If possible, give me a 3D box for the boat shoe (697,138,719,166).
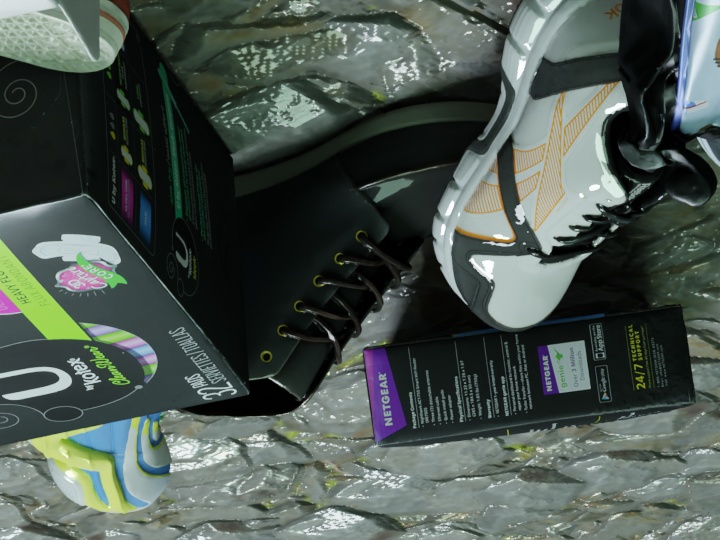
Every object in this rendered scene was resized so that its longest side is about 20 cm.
[{"bbox_3d":[0.180,-0.080,1.095,0.072,0.068,0.200,-3,152,-4],"label":"boat shoe"}]

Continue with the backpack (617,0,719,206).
[{"bbox_3d":[0.136,-0.155,0.834,0.154,0.200,0.191,-12,145,3],"label":"backpack"}]

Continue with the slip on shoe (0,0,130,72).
[{"bbox_3d":[-0.176,-0.133,0.950,0.200,0.061,0.074,19,158,-15],"label":"slip on shoe"}]

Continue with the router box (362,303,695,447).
[{"bbox_3d":[0.082,0.054,1.271,0.149,0.051,0.200,-8,176,2],"label":"router box"}]

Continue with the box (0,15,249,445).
[{"bbox_3d":[-0.147,-0.025,1.084,0.148,0.125,0.200,-12,153,12],"label":"box"}]

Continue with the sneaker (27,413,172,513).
[{"bbox_3d":[-0.116,0.061,1.303,0.105,0.076,0.200,-14,150,15],"label":"sneaker"}]

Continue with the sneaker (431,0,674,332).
[{"bbox_3d":[0.087,-0.037,1.090,0.074,0.080,0.200,-21,146,-29],"label":"sneaker"}]

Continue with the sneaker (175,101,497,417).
[{"bbox_3d":[0.000,0.000,1.174,0.200,0.106,0.075,-19,149,25],"label":"sneaker"}]

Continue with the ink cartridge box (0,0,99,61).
[{"bbox_3d":[-0.150,-0.155,0.844,0.067,0.117,0.200,-11,151,13],"label":"ink cartridge box"}]
